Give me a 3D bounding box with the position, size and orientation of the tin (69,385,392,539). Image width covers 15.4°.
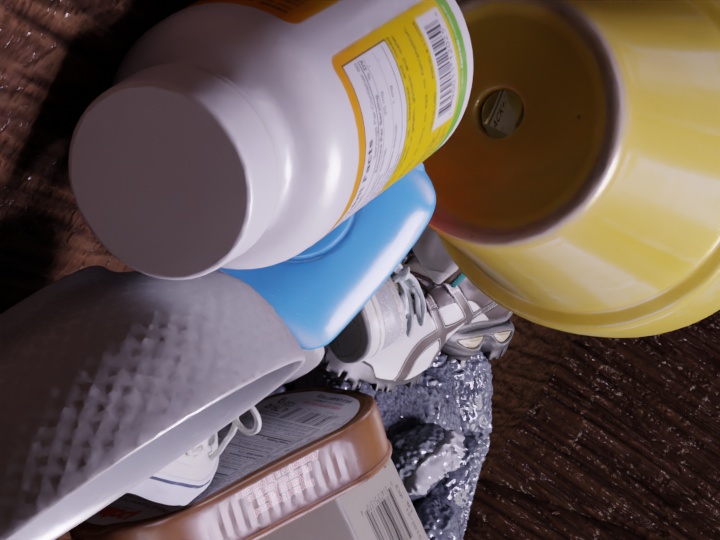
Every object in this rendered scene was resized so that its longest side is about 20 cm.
[{"bbox_3d":[-0.074,0.118,1.502,0.200,0.042,0.112,-26,-164,-32],"label":"tin"}]

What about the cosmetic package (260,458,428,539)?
[{"bbox_3d":[-0.069,0.184,1.588,0.200,0.087,0.103,-23,-174,23],"label":"cosmetic package"}]

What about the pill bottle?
[{"bbox_3d":[-0.038,-0.066,1.116,0.111,0.111,0.200,-61,168,29],"label":"pill bottle"}]

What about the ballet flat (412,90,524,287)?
[{"bbox_3d":[0.091,-0.071,1.504,0.200,0.069,0.069,-45,176,28],"label":"ballet flat"}]

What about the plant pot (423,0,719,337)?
[{"bbox_3d":[0.106,-0.069,1.358,0.201,0.201,0.189,-57,156,11],"label":"plant pot"}]

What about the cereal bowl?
[{"bbox_3d":[-0.126,0.058,1.114,0.200,0.083,0.200,-35,175,-3],"label":"cereal bowl"}]

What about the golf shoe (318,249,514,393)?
[{"bbox_3d":[0.032,0.013,1.598,0.200,0.078,0.095,-18,134,-56],"label":"golf shoe"}]

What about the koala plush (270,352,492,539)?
[{"bbox_3d":[-0.003,0.098,1.709,0.200,0.177,0.184,1,112,-78],"label":"koala plush"}]

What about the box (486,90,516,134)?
[{"bbox_3d":[0.185,-0.091,1.602,0.117,0.200,0.060,115,-28,-49],"label":"box"}]

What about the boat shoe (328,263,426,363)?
[{"bbox_3d":[0.000,0.001,1.472,0.065,0.074,0.202,-22,-172,-5],"label":"boat shoe"}]

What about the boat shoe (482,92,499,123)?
[{"bbox_3d":[0.086,-0.099,1.743,0.065,0.072,0.200,-30,-179,-4],"label":"boat shoe"}]

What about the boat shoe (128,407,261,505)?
[{"bbox_3d":[-0.096,0.066,1.375,0.086,0.075,0.202,-39,165,7],"label":"boat shoe"}]

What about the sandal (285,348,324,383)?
[{"bbox_3d":[-0.064,0.024,1.456,0.203,0.082,0.050,85,-2,-73],"label":"sandal"}]

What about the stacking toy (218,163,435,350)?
[{"bbox_3d":[-0.038,-0.029,1.328,0.110,0.116,0.200,-52,-179,-6],"label":"stacking toy"}]

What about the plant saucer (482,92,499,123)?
[{"bbox_3d":[0.054,-0.123,1.551,0.200,0.048,0.200,-55,169,1],"label":"plant saucer"}]
